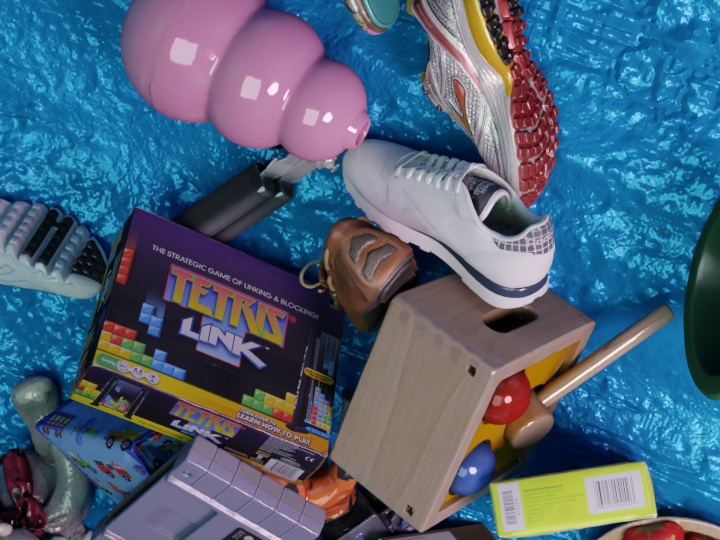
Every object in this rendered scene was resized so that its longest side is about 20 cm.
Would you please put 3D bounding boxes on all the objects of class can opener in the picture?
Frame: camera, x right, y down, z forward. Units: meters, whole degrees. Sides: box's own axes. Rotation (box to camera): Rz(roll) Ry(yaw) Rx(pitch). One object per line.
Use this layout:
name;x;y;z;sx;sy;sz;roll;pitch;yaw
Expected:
can opener;-0.084;-0.077;1.173;0.200;0.053;0.067;-36;66;23

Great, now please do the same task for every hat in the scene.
hat;0.351;0.030;1.069;0.175;0.200;0.167;10;77;-6

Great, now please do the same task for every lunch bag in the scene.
lunch bag;-0.168;0.192;1.253;0.150;0.094;0.201;5;130;47

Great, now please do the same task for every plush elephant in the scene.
plush elephant;-0.319;0.231;1.298;0.164;0.155;0.201;-28;103;23

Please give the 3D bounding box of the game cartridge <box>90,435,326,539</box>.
game cartridge;-0.127;0.213;1.158;0.129;0.039;0.200;36;138;-11

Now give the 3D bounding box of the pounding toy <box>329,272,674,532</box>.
pounding toy;0.113;0.089;1.123;0.142;0.199;0.185;36;121;26

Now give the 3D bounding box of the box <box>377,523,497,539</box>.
box;0.036;0.316;1.274;0.032;0.120;0.201;46;125;43

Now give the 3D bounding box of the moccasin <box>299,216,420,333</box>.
moccasin;-0.001;0.001;1.109;0.078;0.201;0.074;40;88;9

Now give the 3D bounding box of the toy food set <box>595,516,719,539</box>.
toy food set;0.275;0.302;1.234;0.200;0.049;0.198;39;119;-6

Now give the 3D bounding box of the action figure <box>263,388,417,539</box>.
action figure;0.003;0.188;1.254;0.199;0.105;0.194;-27;113;-6

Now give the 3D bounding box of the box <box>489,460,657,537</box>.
box;0.175;0.186;1.147;0.121;0.200;0.048;-10;79;9

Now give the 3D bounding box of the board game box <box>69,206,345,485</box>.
board game box;-0.114;0.060;1.135;0.199;0.166;0.057;23;137;-18

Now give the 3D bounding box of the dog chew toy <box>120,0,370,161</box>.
dog chew toy;-0.082;-0.151;1.081;0.199;0.124;0.125;29;117;12

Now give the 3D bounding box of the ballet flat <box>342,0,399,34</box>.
ballet flat;-0.018;-0.276;1.061;0.071;0.069;0.201;1;110;33

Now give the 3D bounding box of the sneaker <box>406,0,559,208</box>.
sneaker;0.095;-0.139;1.090;0.082;0.078;0.201;-6;110;36

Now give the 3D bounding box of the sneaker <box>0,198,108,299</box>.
sneaker;-0.312;-0.019;1.244;0.199;0.075;0.081;22;130;7

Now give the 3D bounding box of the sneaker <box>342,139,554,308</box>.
sneaker;0.068;-0.057;1.088;0.199;0.076;0.081;33;147;26
